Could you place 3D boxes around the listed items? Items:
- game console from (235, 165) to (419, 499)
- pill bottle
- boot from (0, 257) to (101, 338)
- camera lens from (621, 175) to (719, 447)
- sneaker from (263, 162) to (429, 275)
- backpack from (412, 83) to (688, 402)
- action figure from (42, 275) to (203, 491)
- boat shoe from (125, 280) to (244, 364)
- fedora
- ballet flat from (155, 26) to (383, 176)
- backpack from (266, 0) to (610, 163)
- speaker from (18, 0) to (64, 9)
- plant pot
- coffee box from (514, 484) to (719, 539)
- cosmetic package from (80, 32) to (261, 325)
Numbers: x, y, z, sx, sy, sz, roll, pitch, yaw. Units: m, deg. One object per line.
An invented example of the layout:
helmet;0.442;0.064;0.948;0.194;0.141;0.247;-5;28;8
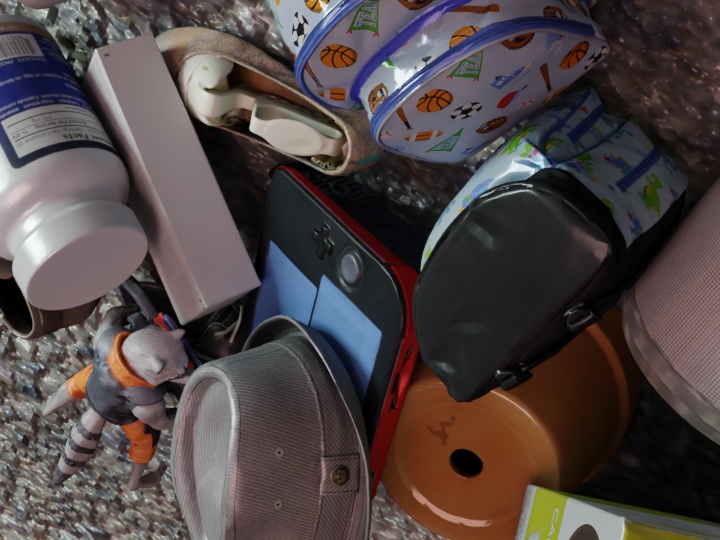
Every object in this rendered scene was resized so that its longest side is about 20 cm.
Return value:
game console;-0.031;0.052;0.807;0.177;0.031;0.201;40;127;38
pill bottle;-0.239;-0.079;0.842;0.116;0.115;0.201;-46;64;33
boot;-0.277;-0.044;0.914;0.200;0.146;0.070;46;126;-4
camera lens;0.270;0.007;0.702;0.159;0.160;0.201;35;124;3
sneaker;0.000;0.000;0.840;0.200;0.070;0.083;42;132;36
backpack;0.124;-0.031;0.718;0.154;0.199;0.163;54;135;17
action figure;-0.170;0.115;0.906;0.200;0.104;0.194;49;138;13
boat shoe;-0.115;0.062;0.943;0.199;0.072;0.071;15;124;18
fedora;-0.071;0.134;0.778;0.177;0.090;0.202;28;119;52
ballet flat;-0.078;-0.123;0.837;0.199;0.067;0.068;22;121;12
backpack;0.041;-0.158;0.685;0.200;0.190;0.155;-41;58;32
speaker;-0.166;-0.251;0.803;0.199;0.081;0.082;-14;110;28
plant pot;0.094;0.104;0.838;0.199;0.140;0.202;10;120;18
coffee box;0.192;0.248;0.662;0.198;0.198;0.201;14;84;-5
cosmetic package;-0.142;-0.066;0.855;0.201;0.050;0.082;67;157;2
